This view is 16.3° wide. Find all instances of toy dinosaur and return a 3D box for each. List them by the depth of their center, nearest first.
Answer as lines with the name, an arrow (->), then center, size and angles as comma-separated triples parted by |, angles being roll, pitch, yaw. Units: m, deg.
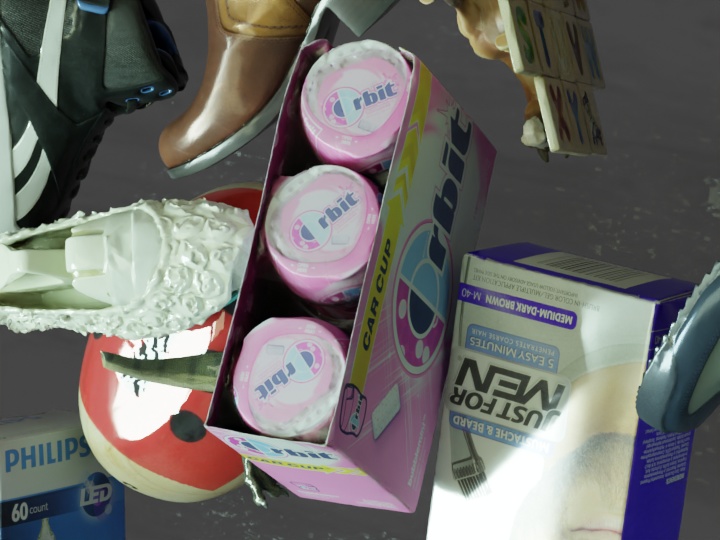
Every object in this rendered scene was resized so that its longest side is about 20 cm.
toy dinosaur -> -0.026, 0.067, 1.267 | 0.199, 0.047, 0.089 | -7, 109, -3

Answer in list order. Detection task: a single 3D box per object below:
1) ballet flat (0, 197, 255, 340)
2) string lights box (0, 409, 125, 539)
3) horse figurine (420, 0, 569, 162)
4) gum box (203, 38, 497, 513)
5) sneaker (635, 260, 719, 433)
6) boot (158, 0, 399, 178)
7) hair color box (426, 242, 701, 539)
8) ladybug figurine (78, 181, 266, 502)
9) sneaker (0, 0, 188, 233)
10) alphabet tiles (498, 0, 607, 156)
ballet flat -> -0.140, 0.001, 1.279 | 0.199, 0.072, 0.072 | -9, 89, 42
string lights box -> -0.183, 0.184, 1.393 | 0.059, 0.103, 0.201 | 4, 98, 37
horse figurine -> 0.041, -0.150, 1.149 | 0.050, 0.132, 0.201 | -33, 77, 15
gum box -> 0.000, 0.000, 1.185 | 0.066, 0.114, 0.201 | 6, 72, 24
sneaker -> 0.203, 0.010, 1.097 | 0.082, 0.070, 0.200 | 45, 111, 20
boot -> -0.090, -0.168, 1.265 | 0.200, 0.068, 0.188 | 46, 121, -2
hair color box -> 0.095, 0.096, 1.202 | 0.109, 0.065, 0.201 | 14, 105, 34
ladybug figurine -> -0.087, 0.039, 1.325 | 0.136, 0.072, 0.200 | 45, 118, 25
sneaker -> -0.147, -0.077, 1.359 | 0.111, 0.073, 0.201 | -3, 127, -2
alphabet tiles -> 0.077, -0.150, 1.129 | 0.006, 0.166, 0.201 | -14, 87, 18
